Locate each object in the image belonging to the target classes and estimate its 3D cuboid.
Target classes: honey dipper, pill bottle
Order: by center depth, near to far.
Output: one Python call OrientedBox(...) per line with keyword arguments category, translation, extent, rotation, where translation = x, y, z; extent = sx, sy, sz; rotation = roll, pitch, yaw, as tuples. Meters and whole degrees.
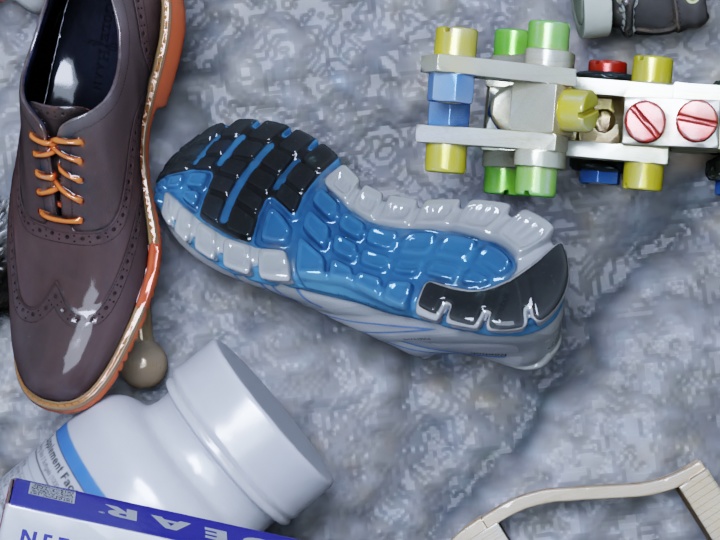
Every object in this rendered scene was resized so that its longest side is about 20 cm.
OrientedBox(category="pill bottle", translation=(-0.112, 0.125, 1.144), extent=(0.200, 0.112, 0.112), rotation=(-39, 87, 1))
OrientedBox(category="honey dipper", translation=(-0.108, -0.047, 1.186), extent=(0.038, 0.038, 0.201), rotation=(-4, 92, 3))

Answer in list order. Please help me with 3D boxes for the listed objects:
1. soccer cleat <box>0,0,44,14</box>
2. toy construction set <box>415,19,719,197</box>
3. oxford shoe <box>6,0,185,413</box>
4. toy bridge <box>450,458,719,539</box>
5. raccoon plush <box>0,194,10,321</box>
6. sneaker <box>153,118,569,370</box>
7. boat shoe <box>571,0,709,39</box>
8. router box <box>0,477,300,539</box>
OrientedBox(category="soccer cleat", translation=(-0.193, -0.202, 1.177), extent=(0.078, 0.069, 0.200), rotation=(-41, 84, -1))
OrientedBox(category="toy construction set", translation=(0.125, -0.057, 1.122), extent=(0.199, 0.131, 0.093), rotation=(19, 92, 7))
OrientedBox(category="oxford shoe", translation=(-0.125, -0.041, 1.121), extent=(0.071, 0.073, 0.201), rotation=(4, 85, 19))
OrientedBox(category="toy bridge", translation=(0.069, 0.140, 1.175), extent=(0.199, 0.027, 0.067), rotation=(-32, 87, 2))
OrientedBox(category="raccoon plush", translation=(-0.222, 0.021, 1.139), extent=(0.097, 0.134, 0.200), rotation=(38, 91, 4))
OrientedBox(category="sneaker", translation=(0.000, 0.000, 1.159), extent=(0.199, 0.087, 0.075), rotation=(22, 67, 21))
OrientedBox(category="boat shoe", translation=(0.121, -0.204, 1.159), extent=(0.060, 0.072, 0.202), rotation=(-2, 96, -1))
OrientedBox(category="router box", translation=(-0.066, 0.195, 1.076), extent=(0.199, 0.049, 0.180), rotation=(14, 97, -6))
